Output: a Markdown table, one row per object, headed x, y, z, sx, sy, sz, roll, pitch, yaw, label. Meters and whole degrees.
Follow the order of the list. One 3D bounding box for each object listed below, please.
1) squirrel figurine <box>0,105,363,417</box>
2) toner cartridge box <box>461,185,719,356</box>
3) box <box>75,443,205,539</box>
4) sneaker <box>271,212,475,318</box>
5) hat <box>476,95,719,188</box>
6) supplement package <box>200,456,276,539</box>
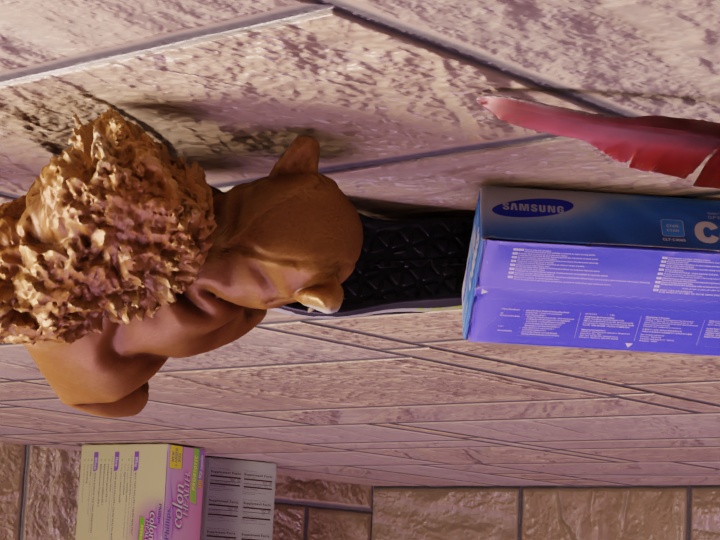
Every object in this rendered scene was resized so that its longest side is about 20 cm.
| x | y | z | sx | sy | sz | roll | pitch | yaw | label |
| --- | --- | --- | --- | --- | --- | --- | --- | --- | --- |
| -0.099 | -0.007 | 1.047 | 0.185 | 0.143 | 0.200 | -9 | 169 | 24 | squirrel figurine |
| 0.162 | 0.002 | 1.163 | 0.198 | 0.043 | 0.095 | 4 | 138 | -3 | toner cartridge box |
| -0.362 | 0.377 | 3.265 | 0.199 | 0.178 | 0.096 | -5 | 167 | 37 | box |
| 0.000 | 0.000 | 1.232 | 0.198 | 0.073 | 0.083 | 6 | 171 | -17 | sneaker |
| 0.203 | -0.074 | 0.902 | 0.199 | 0.177 | 0.166 | -34 | -179 | -20 | hat |
| -0.261 | 0.440 | 3.533 | 0.146 | 0.202 | 0.191 | 10 | 168 | -33 | supplement package |
